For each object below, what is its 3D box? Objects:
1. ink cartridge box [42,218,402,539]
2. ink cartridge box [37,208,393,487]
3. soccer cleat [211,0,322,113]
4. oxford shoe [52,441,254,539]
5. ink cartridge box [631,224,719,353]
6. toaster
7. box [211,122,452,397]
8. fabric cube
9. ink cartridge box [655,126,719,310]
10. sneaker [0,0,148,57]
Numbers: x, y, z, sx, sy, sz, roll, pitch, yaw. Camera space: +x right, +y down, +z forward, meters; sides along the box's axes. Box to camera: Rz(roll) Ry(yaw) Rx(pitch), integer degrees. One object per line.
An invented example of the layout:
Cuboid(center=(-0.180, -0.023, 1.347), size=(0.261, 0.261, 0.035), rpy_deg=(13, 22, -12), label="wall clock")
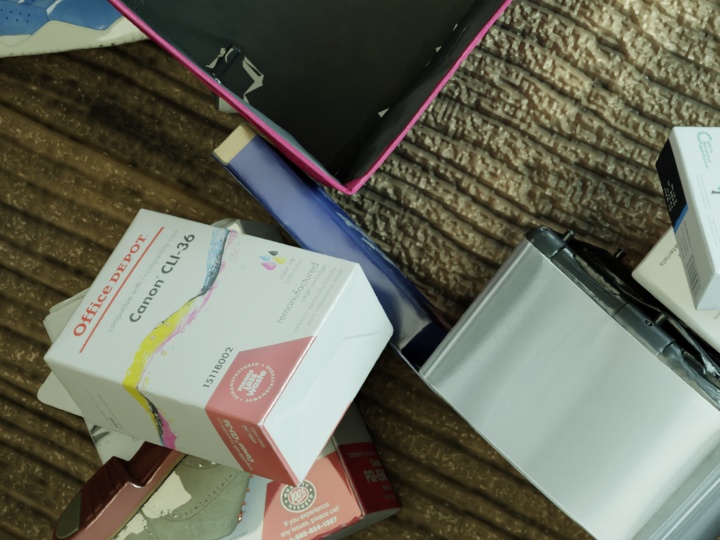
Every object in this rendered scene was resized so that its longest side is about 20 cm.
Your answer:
Cuboid(center=(-0.085, 0.087, 1.726), size=(0.147, 0.083, 0.200), rpy_deg=(-26, 81, 16), label="ink cartridge box")
Cuboid(center=(-0.097, 0.038, 1.608), size=(0.200, 0.068, 0.117), rpy_deg=(13, 60, 33), label="ink cartridge box")
Cuboid(center=(-0.043, -0.192, 1.733), size=(0.073, 0.068, 0.201), rpy_deg=(9, 89, -3), label="soccer cleat")
Cuboid(center=(-0.088, 0.113, 1.660), size=(0.200, 0.070, 0.075), rpy_deg=(-41, 110, 7), label="oxford shoe")
Cuboid(center=(0.265, 0.039, 1.570), size=(0.200, 0.144, 0.084), rpy_deg=(43, 101, 15), label="ink cartridge box")
Cuboid(center=(0.147, 0.072, 1.584), size=(0.181, 0.200, 0.119), rpy_deg=(42, 98, 15), label="toaster")
Cuboid(center=(0.000, 0.000, 1.677), size=(0.032, 0.121, 0.200), rpy_deg=(-43, 76, 3), label="box")
Cuboid(center=(-0.023, -0.179, 1.604), size=(0.196, 0.199, 0.200), rpy_deg=(39, 91, -3), label="fabric cube")
Cuboid(center=(0.264, -0.028, 1.497), size=(0.199, 0.039, 0.100), rpy_deg=(0, 54, -14), label="ink cartridge box")
Cuboid(center=(-0.188, -0.195, 1.770), size=(0.199, 0.077, 0.112), rpy_deg=(-4, 97, 26), label="sneaker")
